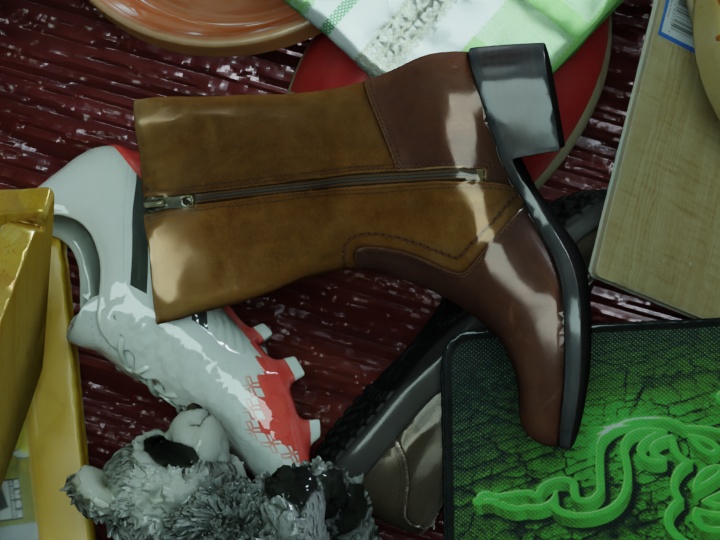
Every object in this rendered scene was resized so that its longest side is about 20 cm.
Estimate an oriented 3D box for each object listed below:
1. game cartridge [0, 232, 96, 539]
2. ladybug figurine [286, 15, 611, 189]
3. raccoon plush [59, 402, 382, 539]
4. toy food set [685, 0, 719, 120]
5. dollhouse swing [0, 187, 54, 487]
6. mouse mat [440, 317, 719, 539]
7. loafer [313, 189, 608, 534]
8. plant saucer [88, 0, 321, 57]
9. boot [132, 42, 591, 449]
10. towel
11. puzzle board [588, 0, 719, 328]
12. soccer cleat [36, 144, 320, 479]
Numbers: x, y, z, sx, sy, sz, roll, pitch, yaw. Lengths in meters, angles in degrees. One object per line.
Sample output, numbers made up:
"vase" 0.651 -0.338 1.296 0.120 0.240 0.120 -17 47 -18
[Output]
"game cartridge" -0.232 0.080 1.418 0.199 0.032 0.177 -7 80 -1
"ladybug figurine" 0.042 -0.094 1.417 0.136 0.072 0.200 38 84 8
"raccoon plush" -0.075 0.157 1.316 0.134 0.097 0.200 -1 59 25
"toy food set" 0.223 -0.156 1.382 0.200 0.049 0.199 -5 95 -37
"dollhouse swing" -0.246 0.066 1.293 0.175 0.182 0.200 14 48 3
"mouse mat" 0.137 0.102 1.379 0.199 0.008 0.161 -3 100 -7
"loafer" 0.064 0.045 1.402 0.071 0.073 0.200 43 92 -12
"plant saucer" -0.057 -0.195 1.438 0.200 0.032 0.201 -5 69 12
"boot" 0.000 0.000 1.331 0.199 0.068 0.189 -10 95 8
"towel" 0.027 -0.167 1.380 0.200 0.031 0.149 43 84 3
"puzzle board" 0.183 -0.072 1.395 0.150 0.017 0.201 21 79 -36
"soccer cleat" -0.092 0.033 1.395 0.085 0.069 0.200 -26 80 -22
